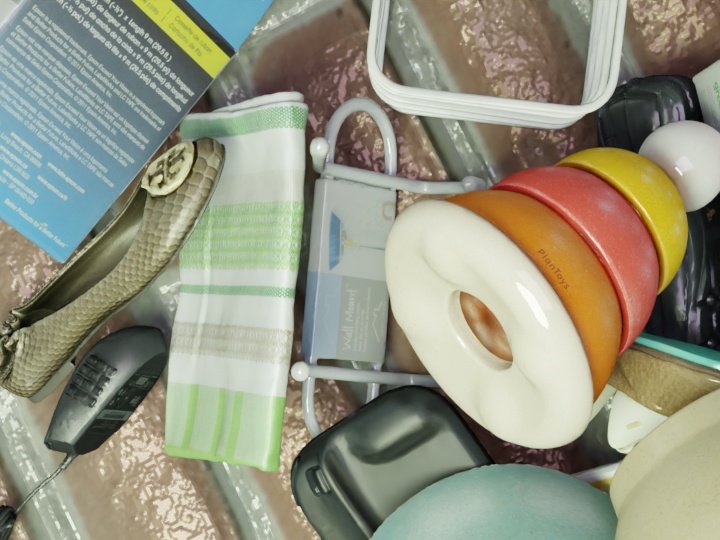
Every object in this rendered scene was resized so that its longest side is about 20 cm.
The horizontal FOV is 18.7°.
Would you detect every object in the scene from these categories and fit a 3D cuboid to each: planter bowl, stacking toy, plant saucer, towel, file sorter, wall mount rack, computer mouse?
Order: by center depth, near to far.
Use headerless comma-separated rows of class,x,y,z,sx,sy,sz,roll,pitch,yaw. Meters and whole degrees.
planter bowl,0.205,0.136,1.087,0.199,0.200,0.135,-29,62,-1
plant saucer,0.085,0.201,1.135,0.200,0.039,0.202,2,81,-14
stacking toy,0.125,-0.014,1.149,0.200,0.146,0.146,-34,86,-25
file sorter,0.073,-0.146,1.188,0.138,0.200,0.125,7,91,1
wall mount rack,0.000,0.000,1.197,0.074,0.173,0.201,2,86,38
towel,-0.074,0.006,1.208,0.031,0.149,0.201,6,86,-23
computer mouse,-0.181,0.107,1.250,0.034,0.059,0.200,40,92,13

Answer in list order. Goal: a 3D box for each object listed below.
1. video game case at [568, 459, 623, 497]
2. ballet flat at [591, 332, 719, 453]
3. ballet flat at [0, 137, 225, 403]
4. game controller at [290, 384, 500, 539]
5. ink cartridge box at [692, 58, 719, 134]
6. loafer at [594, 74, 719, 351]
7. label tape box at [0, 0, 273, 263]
video game case,0.128,0.206,1.215,0.199,0.023,0.183,-18,86,24
ballet flat,0.137,0.057,1.202,0.199,0.068,0.073,23,98,40
ballet flat,-0.145,-0.004,1.220,0.046,0.068,0.200,34,117,-19
game controller,0.050,0.160,1.191,0.104,0.042,0.200,-34,99,9
ink cartridge box,0.262,-0.033,1.138,0.083,0.176,0.201,-10,83,-14
loafer,0.174,-0.011,1.249,0.070,0.068,0.202,-6,93,35
label tape box,-0.160,-0.124,1.215,0.066,0.143,0.200,35,85,41
